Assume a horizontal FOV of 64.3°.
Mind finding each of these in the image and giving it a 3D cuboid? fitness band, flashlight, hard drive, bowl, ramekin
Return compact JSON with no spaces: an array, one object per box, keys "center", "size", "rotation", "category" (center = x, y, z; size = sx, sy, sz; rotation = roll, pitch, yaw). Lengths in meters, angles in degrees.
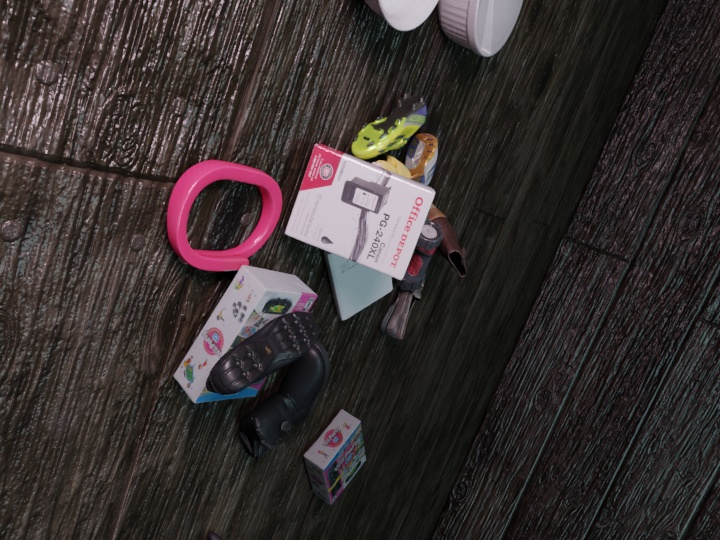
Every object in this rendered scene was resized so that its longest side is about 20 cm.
[{"center":[-0.181,-0.073,0.778],"size":[0.199,0.037,0.146],"rotation":[-1,112,-61],"category":"fitness band"},{"center":[0.126,-0.029,1.288],"size":[0.068,0.068,0.201],"rotation":[-31,158,-32],"category":"flashlight"},{"center":[0.000,0.000,1.126],"size":[0.131,0.027,0.202],"rotation":[-30,142,-17],"category":"hard drive"},{"center":[0.046,-0.448,0.793],"size":[0.201,0.089,0.204],"rotation":[-40,144,-37],"category":"bowl"},{"center":[0.220,-0.505,1.047],"size":[0.202,0.093,0.205],"rotation":[-42,146,-37],"category":"ramekin"}]

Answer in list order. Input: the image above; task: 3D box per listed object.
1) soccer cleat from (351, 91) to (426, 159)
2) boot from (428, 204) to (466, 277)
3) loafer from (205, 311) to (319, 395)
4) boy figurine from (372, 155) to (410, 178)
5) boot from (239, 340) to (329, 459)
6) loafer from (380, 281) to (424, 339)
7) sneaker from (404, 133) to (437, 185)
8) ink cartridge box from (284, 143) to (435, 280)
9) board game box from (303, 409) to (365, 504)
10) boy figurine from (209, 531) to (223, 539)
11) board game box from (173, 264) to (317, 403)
[{"center":[0.057,-0.240,1.018],"size":[0.200,0.064,0.085],"rotation":[-46,146,-33],"category":"soccer cleat"},{"center":[0.205,-0.044,1.340],"size":[0.071,0.168,0.201],"rotation":[-26,141,8],"category":"boot"},{"center":[-0.137,0.114,0.818],"size":[0.200,0.070,0.069],"rotation":[-30,93,-49],"category":"loafer"},{"center":[0.024,-0.149,1.021],"size":[0.200,0.064,0.125],"rotation":[-45,161,-37],"category":"boy figurine"},{"center":[-0.142,0.240,1.066],"size":[0.168,0.076,0.203],"rotation":[-30,144,-53],"category":"boot"},{"center":[0.122,0.074,1.405],"size":[0.202,0.062,0.072],"rotation":[-62,153,-4],"category":"loafer"},{"center":[0.107,-0.172,1.146],"size":[0.202,0.074,0.088],"rotation":[-59,156,-19],"category":"sneaker"},{"center":[0.002,-0.092,0.890],"size":[0.083,0.197,0.147],"rotation":[-79,-170,-80],"category":"ink cartridge box"},{"center":[-0.059,0.460,1.405],"size":[0.148,0.064,0.202],"rotation":[-46,147,-32],"category":"board game box"},{"center":[-0.322,0.596,1.075],"size":[0.201,0.064,0.125],"rotation":[-52,154,-28],"category":"boy figurine"},{"center":[-0.171,0.099,0.874],"size":[0.201,0.064,0.147],"rotation":[-56,154,11],"category":"board game box"}]
